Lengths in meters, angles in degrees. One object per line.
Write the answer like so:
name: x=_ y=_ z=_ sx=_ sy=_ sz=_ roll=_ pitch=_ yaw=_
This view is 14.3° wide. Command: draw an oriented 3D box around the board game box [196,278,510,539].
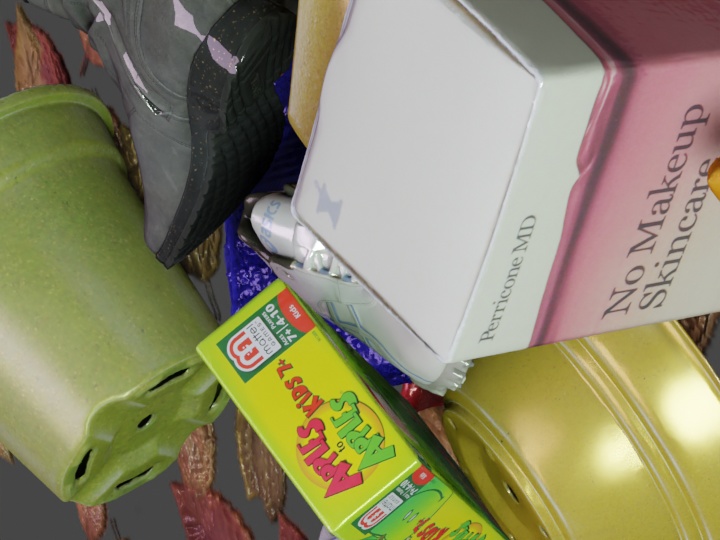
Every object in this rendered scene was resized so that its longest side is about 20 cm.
board game box: x=0.005 y=0.082 z=1.244 sx=0.102 sy=0.048 sz=0.200 roll=52 pitch=-178 yaw=24

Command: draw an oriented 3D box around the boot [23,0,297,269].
boot: x=-0.100 y=-0.096 z=1.307 sx=0.130 sy=0.068 sz=0.200 roll=38 pitch=149 yaw=13

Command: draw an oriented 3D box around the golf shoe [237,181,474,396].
golf shoe: x=0.000 y=0.000 z=1.209 sx=0.200 sy=0.097 sz=0.079 roll=-172 pitch=101 yaw=-75

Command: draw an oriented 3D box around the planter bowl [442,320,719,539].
planter bowl: x=0.092 y=0.074 z=1.220 sx=0.201 sy=0.083 sz=0.201 roll=53 pitch=169 yaw=14

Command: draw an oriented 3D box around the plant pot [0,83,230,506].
plant pot: x=-0.172 y=0.027 z=1.661 sx=0.184 sy=0.200 sz=0.201 roll=48 pitch=143 yaw=21

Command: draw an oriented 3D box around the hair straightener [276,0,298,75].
hair straightener: x=-0.015 y=-0.188 z=1.338 sx=0.077 sy=0.041 sz=0.201 roll=-21 pitch=50 yaw=43

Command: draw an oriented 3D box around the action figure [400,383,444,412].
action figure: x=0.043 y=-0.032 z=1.372 sx=0.065 sy=0.051 sz=0.201 roll=11 pitch=108 yaw=53

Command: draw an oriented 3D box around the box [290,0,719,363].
box: x=0.093 y=-0.057 z=1.096 sx=0.109 sy=0.199 sz=0.128 roll=44 pitch=131 yaw=37

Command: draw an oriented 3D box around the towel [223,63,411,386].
towel: x=-0.019 y=-0.040 z=1.366 sx=0.147 sy=0.049 sz=0.201 roll=-15 pitch=80 yaw=50

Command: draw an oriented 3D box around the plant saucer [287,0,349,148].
plant saucer: x=0.003 y=-0.149 z=1.189 sx=0.200 sy=0.048 sz=0.201 roll=-85 pitch=2 yaw=-65

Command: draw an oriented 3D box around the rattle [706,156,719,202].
rattle: x=0.186 y=0.046 z=1.071 sx=0.130 sy=0.143 sz=0.201 roll=33 pitch=127 yaw=26

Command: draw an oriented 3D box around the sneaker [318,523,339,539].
sneaker: x=0.030 y=0.144 z=1.462 sx=0.199 sy=0.075 sz=0.087 roll=-13 pitch=64 yaw=51
